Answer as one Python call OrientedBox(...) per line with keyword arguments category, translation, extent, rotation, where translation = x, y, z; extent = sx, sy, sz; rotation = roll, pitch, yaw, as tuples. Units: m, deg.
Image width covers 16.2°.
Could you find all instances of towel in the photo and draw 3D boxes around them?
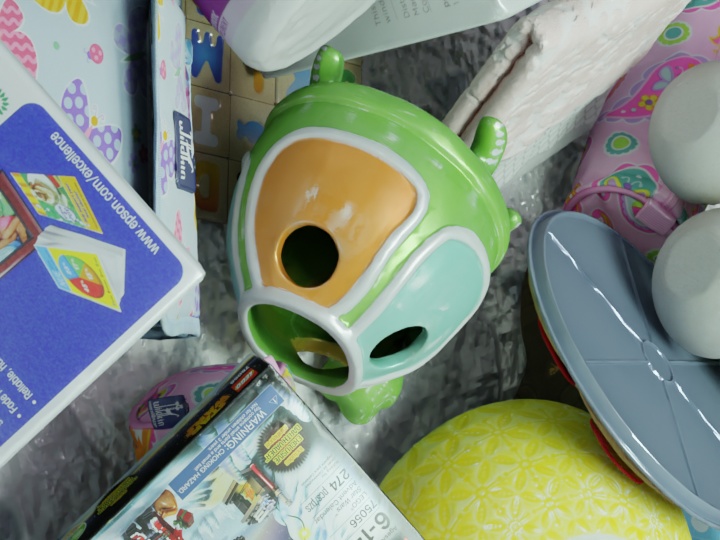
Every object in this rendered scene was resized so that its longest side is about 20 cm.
OrientedBox(category="towel", translation=(0.109, -0.103, 1.369), extent=(0.032, 0.191, 0.200), rotation=(47, 45, 10))

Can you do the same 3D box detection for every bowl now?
OrientedBox(category="bowl", translation=(0.102, 0.175, 1.318), extent=(0.199, 0.108, 0.202), rotation=(-4, 100, -24))

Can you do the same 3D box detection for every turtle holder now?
OrientedBox(category="turtle holder", translation=(-0.008, -0.007, 1.266), extent=(0.140, 0.186, 0.132), rotation=(32, 63, -7))

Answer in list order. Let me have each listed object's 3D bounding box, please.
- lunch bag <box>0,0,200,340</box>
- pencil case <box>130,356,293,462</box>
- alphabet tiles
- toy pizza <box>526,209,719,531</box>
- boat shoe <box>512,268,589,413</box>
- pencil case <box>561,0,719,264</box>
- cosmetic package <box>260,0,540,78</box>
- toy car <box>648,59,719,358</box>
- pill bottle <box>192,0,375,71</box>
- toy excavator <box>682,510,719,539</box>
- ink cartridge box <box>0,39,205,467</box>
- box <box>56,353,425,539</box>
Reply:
OrientedBox(category="lunch bag", translation=(-0.143, -0.054, 1.123), extent=(0.199, 0.126, 0.171), rotation=(6, 82, -51))
OrientedBox(category="pencil case", translation=(-0.045, 0.140, 1.223), extent=(0.087, 0.087, 0.201), rotation=(-30, 108, -45))
OrientedBox(category="alphabet tiles", translation=(-0.067, -0.107, 1.299), extent=(0.199, 0.008, 0.169), rotation=(10, 77, -47))
OrientedBox(category="toy pizza", translation=(0.148, 0.057, 1.354), extent=(0.200, 0.032, 0.201), rotation=(41, 27, -26))
OrientedBox(category="boat shoe", translation=(0.126, 0.080, 1.438), extent=(0.067, 0.072, 0.202), rotation=(28, 62, -40))
OrientedBox(category="pencil case", translation=(0.188, -0.091, 1.518), extent=(0.088, 0.087, 0.201), rotation=(51, 50, -30))
OrientedBox(category="cosmetic package", translation=(0.039, -0.215, 1.306), extent=(0.200, 0.164, 0.166), rotation=(-32, 106, -47))
OrientedBox(category="toy car", translation=(0.256, -0.024, 1.402), extent=(0.175, 0.149, 0.202), rotation=(28, 57, -47))
OrientedBox(category="pill bottle", translation=(-0.071, -0.201, 1.188), extent=(0.200, 0.112, 0.112), rotation=(50, 44, 9))
OrientedBox(category="toy excavator", translation=(0.206, 0.168, 1.508), extent=(0.194, 0.099, 0.202), rotation=(-32, 117, -43))
OrientedBox(category="ink cartridge box", translation=(-0.198, -0.005, 0.994), extent=(0.200, 0.047, 0.198), rotation=(-42, 95, -8))
OrientedBox(category="box", translation=(-0.073, 0.156, 1.148), extent=(0.200, 0.040, 0.137), rotation=(-44, 108, -8))
